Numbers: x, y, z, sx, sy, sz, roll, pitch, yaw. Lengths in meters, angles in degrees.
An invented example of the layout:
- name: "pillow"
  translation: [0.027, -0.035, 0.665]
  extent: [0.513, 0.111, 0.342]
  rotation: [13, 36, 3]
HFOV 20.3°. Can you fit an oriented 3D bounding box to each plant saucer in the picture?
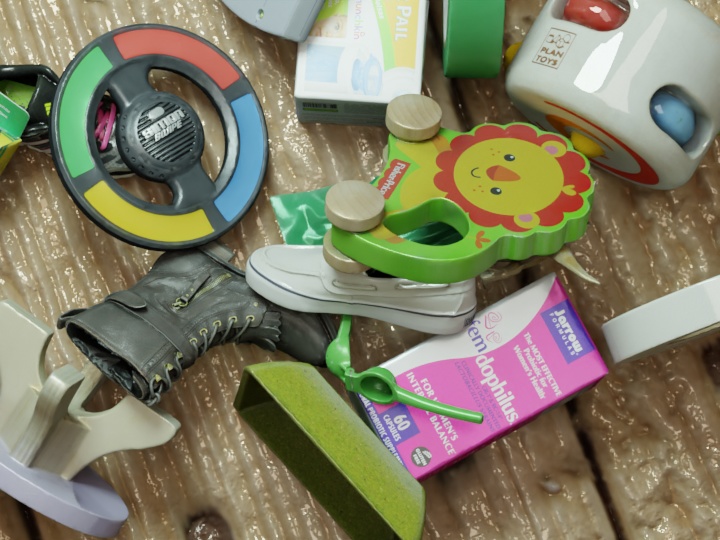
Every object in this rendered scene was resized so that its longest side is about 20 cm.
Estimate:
- name: "plant saucer"
  translation: [-0.018, 0.155, 1.663]
  extent: [0.048, 0.200, 0.200]
  rotation: [-41, 84, -14]

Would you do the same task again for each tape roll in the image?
- name: "tape roll"
  translation: [0.095, -0.265, 1.715]
  extent: [0.048, 0.200, 0.202]
  rotation: [0, 82, 1]
- name: "tape roll"
  translation: [0.299, 0.028, 1.678]
  extent: [0.202, 0.203, 0.037]
  rotation: [-20, 83, -3]

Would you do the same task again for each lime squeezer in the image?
- name: "lime squeezer"
  translation: [0.016, 0.081, 1.655]
  extent: [0.070, 0.038, 0.200]
  rotation: [-13, 40, -33]

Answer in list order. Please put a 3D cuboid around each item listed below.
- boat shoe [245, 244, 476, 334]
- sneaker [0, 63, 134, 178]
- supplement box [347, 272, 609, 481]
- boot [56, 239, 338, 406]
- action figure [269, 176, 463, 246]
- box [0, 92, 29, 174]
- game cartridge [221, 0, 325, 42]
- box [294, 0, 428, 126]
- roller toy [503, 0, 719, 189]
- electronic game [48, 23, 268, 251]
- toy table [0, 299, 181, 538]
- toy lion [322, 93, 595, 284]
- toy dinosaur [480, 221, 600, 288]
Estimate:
- name: "boat shoe"
  translation: [0.000, 0.000, 1.673]
  extent: [0.199, 0.072, 0.066]
  rotation: [14, 126, 17]
- name: "sneaker"
  translation: [-0.259, -0.133, 1.753]
  extent: [0.199, 0.087, 0.074]
  rotation: [16, 82, 2]
- name: "supplement box"
  translation: [0.099, 0.096, 1.718]
  extent: [0.199, 0.103, 0.102]
  rotation: [-29, 82, -6]
- name: "boot"
  translation: [-0.135, 0.061, 1.694]
  extent: [0.199, 0.069, 0.174]
  rotation: [30, 43, 13]
- name: "action figure"
  translation: [0.033, -0.042, 1.759]
  extent: [0.199, 0.055, 0.119]
  rotation: [-20, 81, 1]
- name: "box"
  translation: [-0.376, -0.086, 1.726]
  extent: [0.117, 0.048, 0.200]
  rotation: [37, 109, 5]
- name: "game cartridge"
  translation: [-0.080, -0.285, 1.730]
  extent: [0.134, 0.041, 0.200]
  rotation: [-58, 44, 19]
- name: "box"
  translation: [0.004, -0.235, 1.761]
  extent: [0.112, 0.101, 0.201]
  rotation: [3, 82, 0]
- name: "roller toy"
  translation: [0.220, -0.159, 1.711]
  extent: [0.199, 0.182, 0.140]
  rotation: [31, 84, 4]
- name: "electronic game"
  translation: [-0.171, -0.115, 1.729]
  extent: [0.199, 0.042, 0.201]
  rotation: [6, 76, -24]
- name: "toy table"
  translation: [-0.258, 0.121, 1.684]
  extent: [0.199, 0.184, 0.117]
  rotation: [33, 99, -8]
- name: "toy lion"
  translation: [0.089, -0.058, 1.643]
  extent: [0.191, 0.069, 0.200]
  rotation: [19, 45, 15]
- name: "toy dinosaur"
  translation: [0.145, -0.025, 1.684]
  extent: [0.100, 0.200, 0.059]
  rotation: [-13, 101, 3]
